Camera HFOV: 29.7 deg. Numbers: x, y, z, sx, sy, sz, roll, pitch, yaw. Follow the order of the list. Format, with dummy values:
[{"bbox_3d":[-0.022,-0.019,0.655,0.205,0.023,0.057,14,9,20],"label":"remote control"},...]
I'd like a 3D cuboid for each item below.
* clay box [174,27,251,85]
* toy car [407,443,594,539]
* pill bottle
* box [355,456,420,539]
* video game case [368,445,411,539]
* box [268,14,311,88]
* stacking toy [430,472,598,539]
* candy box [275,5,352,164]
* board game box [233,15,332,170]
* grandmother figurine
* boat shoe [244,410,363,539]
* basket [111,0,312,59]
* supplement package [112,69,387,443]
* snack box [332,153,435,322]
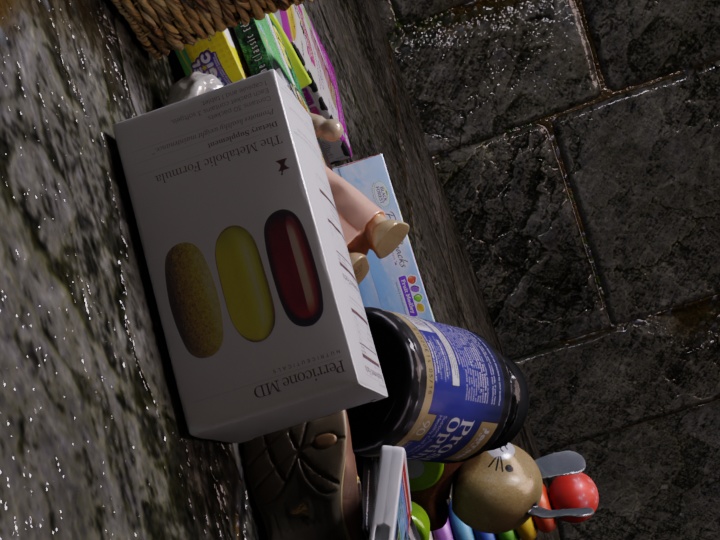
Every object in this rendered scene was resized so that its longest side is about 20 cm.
[{"bbox_3d":[-0.089,-0.115,1.093,0.201,0.047,0.115,66,8,9],"label":"clay box"},{"bbox_3d":[0.118,0.182,1.264,0.165,0.198,0.159,-79,178,-63],"label":"toy car"},{"bbox_3d":[0.051,0.096,1.082,0.199,0.111,0.113,15,54,-53],"label":"pill bottle"},{"bbox_3d":[0.007,0.222,1.082,0.200,0.049,0.159,-85,156,-69],"label":"box"},{"bbox_3d":[0.012,0.233,0.891,0.143,0.017,0.201,81,16,-64],"label":"video game case"},{"bbox_3d":[-0.114,-0.252,1.205,0.122,0.047,0.200,61,1,34],"label":"box"},{"bbox_3d":[0.158,0.267,1.451,0.085,0.199,0.086,-18,90,-81],"label":"stacking toy"},{"bbox_3d":[-0.073,-0.218,1.433,0.200,0.061,0.137,59,16,-55],"label":"candy box"},{"bbox_3d":[-0.063,-0.141,1.087,0.105,0.023,0.201,47,19,-60],"label":"board game box"},{"bbox_3d":[-0.066,-0.068,0.958,0.200,0.121,0.061,43,-23,17],"label":"grandmother figurine"},{"bbox_3d":[-0.034,0.152,0.919,0.068,0.071,0.202,63,18,-70],"label":"boat shoe"},{"bbox_3d":[-0.122,-0.269,0.934,0.200,0.148,0.144,55,19,-60],"label":"basket"},{"bbox_3d":[-0.067,-0.003,0.859,0.110,0.113,0.202,43,30,-76],"label":"supplement package"},{"bbox_3d":[0.000,0.000,1.244,0.200,0.067,0.170,144,-71,-77],"label":"snack box"}]
